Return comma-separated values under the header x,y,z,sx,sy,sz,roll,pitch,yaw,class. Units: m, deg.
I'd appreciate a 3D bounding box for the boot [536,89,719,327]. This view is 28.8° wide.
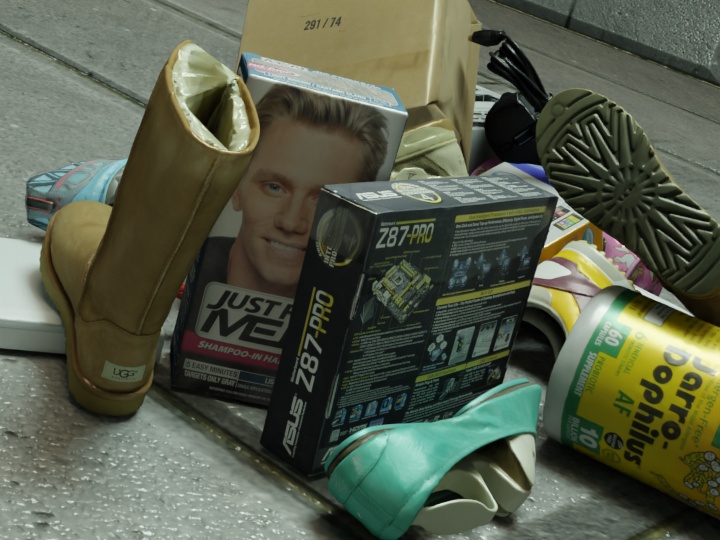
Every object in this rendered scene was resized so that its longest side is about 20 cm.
x,y,z,sx,sy,sz,roll,pitch,yaw,class
0.204,-0.032,0.979,0.176,0.066,0.200,54,11,18,boot

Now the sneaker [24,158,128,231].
x,y,z,sx,sy,sz,roll,pitch,yaw,class
-0.180,-0.056,1.025,0.095,0.080,0.200,5,1,12,sneaker

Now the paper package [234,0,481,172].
x,y,z,sx,sy,sz,roll,pitch,yaw,class
-0.006,-0.166,1.225,0.198,0.192,0.104,-8,-34,23,paper package

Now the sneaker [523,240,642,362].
x,y,z,sx,sy,sz,roll,pitch,yaw,class
0.194,0.071,1.029,0.090,0.075,0.200,-37,63,-21,sneaker

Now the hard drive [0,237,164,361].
x,y,z,sx,sy,sz,roll,pitch,yaw,class
-0.234,0.011,0.882,0.198,0.027,0.132,8,20,-26,hard drive

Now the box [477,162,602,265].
x,y,z,sx,sy,sz,roll,pitch,yaw,class
0.098,-0.021,1.112,0.199,0.042,0.119,-26,39,-27,box

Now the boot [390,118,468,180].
x,y,z,sx,sy,sz,roll,pitch,yaw,class
0.000,0.000,0.981,0.199,0.157,0.073,-24,3,-6,boot

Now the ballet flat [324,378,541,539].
x,y,z,sx,sy,sz,roll,pitch,yaw,class
0.058,0.114,0.799,0.199,0.067,0.071,-10,55,-53,ballet flat

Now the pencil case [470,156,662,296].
x,y,z,sx,sy,sz,roll,pitch,yaw,class
0.181,-0.028,1.256,0.199,0.087,0.083,29,48,34,pencil case

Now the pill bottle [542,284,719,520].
x,y,z,sx,sy,sz,roll,pitch,yaw,class
0.227,0.096,0.894,0.199,0.114,0.113,25,20,23,pill bottle

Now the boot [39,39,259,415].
x,y,z,sx,sy,sz,roll,pitch,yaw,class
-0.120,-0.043,0.795,0.066,0.201,0.176,4,40,-29,boot

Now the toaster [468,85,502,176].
x,y,z,sx,sy,sz,roll,pitch,yaw,class
0.077,-0.110,1.340,0.113,0.130,0.199,30,23,35,toaster

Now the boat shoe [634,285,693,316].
x,y,z,sx,sy,sz,roll,pitch,yaw,class
0.182,0.027,1.120,0.199,0.074,0.065,21,14,16,boat shoe

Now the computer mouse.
x,y,z,sx,sy,sz,roll,pitch,yaw,class
0.124,-0.139,1.200,0.141,0.046,0.200,53,-2,-10,computer mouse

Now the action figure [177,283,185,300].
x,y,z,sx,sy,sz,roll,pitch,yaw,class
-0.047,0.021,0.931,0.199,0.066,0.052,25,24,-6,action figure

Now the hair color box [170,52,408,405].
x,y,z,sx,sy,sz,roll,pitch,yaw,class
-0.048,-0.020,0.854,0.099,0.202,0.061,12,18,-12,hair color box

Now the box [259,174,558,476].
x,y,z,sx,sy,sz,roll,pitch,yaw,class
0.034,0.027,0.853,0.049,0.162,0.199,28,22,32,box
